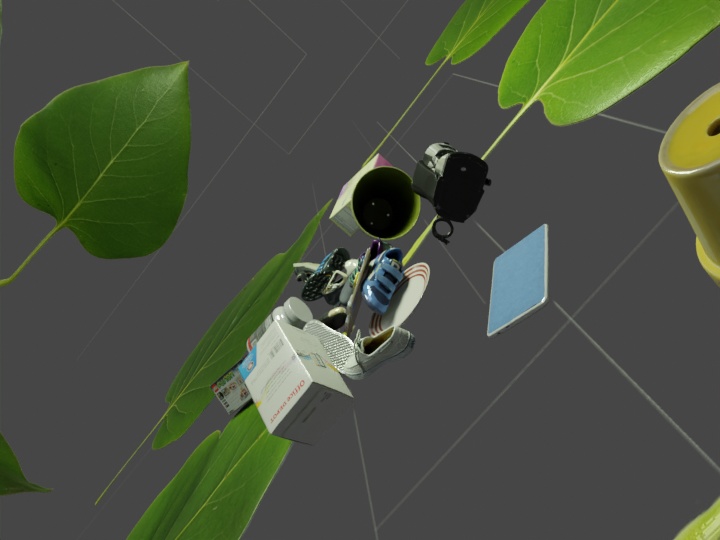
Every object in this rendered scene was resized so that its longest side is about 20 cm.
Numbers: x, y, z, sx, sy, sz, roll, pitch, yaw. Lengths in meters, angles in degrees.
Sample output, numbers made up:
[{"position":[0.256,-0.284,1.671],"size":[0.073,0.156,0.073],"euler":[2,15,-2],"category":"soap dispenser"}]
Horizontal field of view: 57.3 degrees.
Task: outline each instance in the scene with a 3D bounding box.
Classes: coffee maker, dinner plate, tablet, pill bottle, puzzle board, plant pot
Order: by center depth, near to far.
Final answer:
[{"position":[0.411,-0.087,0.663],"size":[0.201,0.188,0.202],"euler":[-45,18,19],"category":"plant pot"},{"position":[0.270,0.016,1.120],"size":[0.130,0.014,0.202],"euler":[-40,21,38],"category":"tablet"},{"position":[0.090,0.071,1.462],"size":[0.200,0.024,0.202],"euler":[-46,20,21],"category":"dinner plate"},{"position":[0.189,-0.191,1.523],"size":[0.193,0.134,0.200],"euler":[-51,17,6],"category":"coffee maker"},{"position":[-0.010,0.061,1.559],"size":[0.201,0.017,0.154],"euler":[95,-168,-62],"category":"puzzle board"},{"position":[0.056,-0.166,1.786],"size":[0.189,0.185,0.200],"euler":[-54,3,-6],"category":"plant pot"},{"position":[-0.235,0.181,1.937],"size":[0.200,0.115,0.117],"euler":[-45,19,20],"category":"pill bottle"}]

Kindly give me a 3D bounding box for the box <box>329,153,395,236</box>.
[{"position":[0.013,-0.243,2.138],"size":[0.199,0.096,0.178],"euler":[-36,24,40],"category":"box"}]

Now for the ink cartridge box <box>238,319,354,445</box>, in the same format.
[{"position":[-0.139,0.241,1.410],"size":[0.148,0.143,0.201],"euler":[-49,46,11],"category":"ink cartridge box"}]

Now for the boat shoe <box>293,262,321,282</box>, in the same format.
[{"position":[-0.166,0.010,2.201],"size":[0.198,0.070,0.070],"euler":[3,92,61],"category":"boat shoe"}]

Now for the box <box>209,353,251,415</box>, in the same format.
[{"position":[-0.362,0.341,1.964],"size":[0.199,0.111,0.035],"euler":[-39,-4,38],"category":"box"}]

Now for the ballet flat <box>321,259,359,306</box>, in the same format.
[{"position":[-0.033,0.017,1.783],"size":[0.199,0.073,0.074],"euler":[-41,20,23],"category":"ballet flat"}]

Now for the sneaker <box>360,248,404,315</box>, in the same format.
[{"position":[0.054,0.018,1.502],"size":[0.082,0.074,0.202],"euler":[-38,23,31],"category":"sneaker"}]

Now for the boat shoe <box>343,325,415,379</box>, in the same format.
[{"position":[0.016,0.161,1.354],"size":[0.200,0.085,0.076],"euler":[-29,34,43],"category":"boat shoe"}]

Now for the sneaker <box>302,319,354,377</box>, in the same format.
[{"position":[-0.050,0.195,1.531],"size":[0.075,0.105,0.199],"euler":[-45,46,-11],"category":"sneaker"}]

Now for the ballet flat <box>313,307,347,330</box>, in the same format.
[{"position":[-0.086,0.123,1.628],"size":[0.200,0.065,0.058],"euler":[141,133,-57],"category":"ballet flat"}]

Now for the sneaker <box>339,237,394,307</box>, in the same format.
[{"position":[0.000,0.000,1.690],"size":[0.201,0.087,0.074],"euler":[-51,55,6],"category":"sneaker"}]

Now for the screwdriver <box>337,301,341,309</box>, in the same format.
[{"position":[-0.073,0.122,1.777],"size":[0.203,0.028,0.028],"euler":[-73,9,-47],"category":"screwdriver"}]

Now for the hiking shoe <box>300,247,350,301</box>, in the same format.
[{"position":[-0.108,0.017,2.017],"size":[0.200,0.075,0.087],"euler":[-46,9,-11],"category":"hiking shoe"}]
